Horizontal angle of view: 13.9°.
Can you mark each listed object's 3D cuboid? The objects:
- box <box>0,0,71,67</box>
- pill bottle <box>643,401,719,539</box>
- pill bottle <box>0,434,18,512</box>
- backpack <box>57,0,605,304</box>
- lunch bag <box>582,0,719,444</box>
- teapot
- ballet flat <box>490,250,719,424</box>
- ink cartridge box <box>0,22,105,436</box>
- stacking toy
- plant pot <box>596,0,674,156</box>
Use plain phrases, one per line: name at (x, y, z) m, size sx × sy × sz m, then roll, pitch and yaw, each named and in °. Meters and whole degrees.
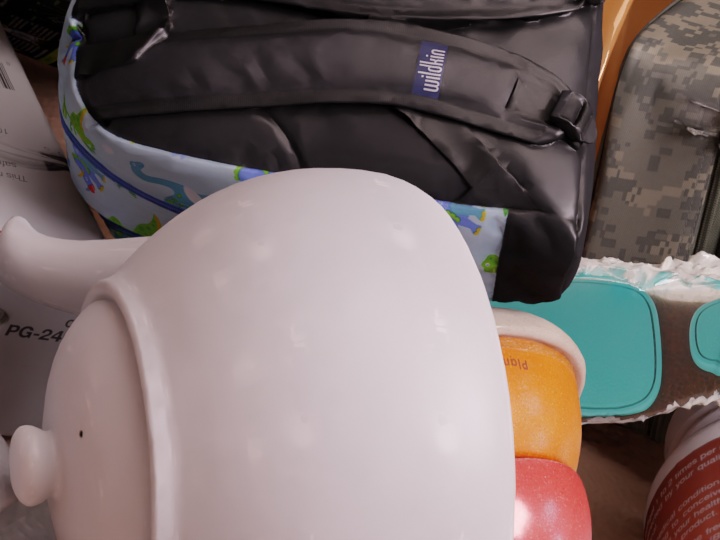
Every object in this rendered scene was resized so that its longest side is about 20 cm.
box at (-0.154, -0.133, 1.294) m, size 0.192 × 0.048 × 0.200 m, roll 19°, pitch -6°, yaw -12°
pill bottle at (0.172, 0.127, 1.201) m, size 0.112 × 0.112 × 0.200 m, roll 22°, pitch 30°, yaw -12°
pill bottle at (-0.206, 0.019, 0.988) m, size 0.200 × 0.114 × 0.114 m, roll 55°, pitch 31°, yaw -2°
backpack at (-0.018, -0.063, 1.133) m, size 0.199 × 0.154 × 0.164 m, roll 9°, pitch 60°, yaw -10°
lunch bag at (0.190, -0.013, 1.322) m, size 0.167 × 0.201 × 0.139 m, roll 19°, pitch 24°, yaw 15°
teapot at (-0.042, 0.063, 0.977) m, size 0.145 × 0.200 × 0.198 m, roll -4°, pitch 83°, yaw -19°
ballet flat at (0.126, 0.026, 1.225) m, size 0.199 × 0.072 × 0.072 m, roll 0°, pitch 34°, yaw -6°
ink cartridge box at (-0.195, -0.031, 1.164) m, size 0.145 × 0.084 × 0.200 m, roll 8°, pitch 35°, yaw -33°
stacking toy at (0.040, 0.127, 1.108) m, size 0.146 × 0.146 × 0.201 m, roll 5°, pitch 54°, yaw -36°
plant pot at (0.063, -0.085, 1.383) m, size 0.140 × 0.201 × 0.200 m, roll 19°, pitch 26°, yaw 16°
